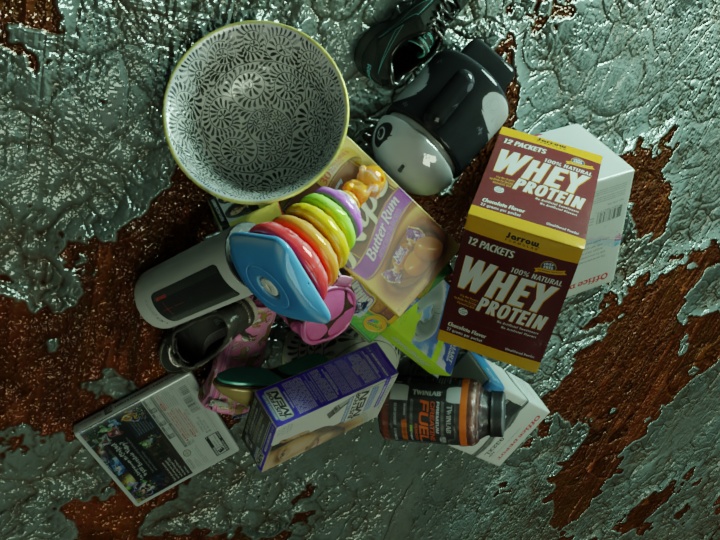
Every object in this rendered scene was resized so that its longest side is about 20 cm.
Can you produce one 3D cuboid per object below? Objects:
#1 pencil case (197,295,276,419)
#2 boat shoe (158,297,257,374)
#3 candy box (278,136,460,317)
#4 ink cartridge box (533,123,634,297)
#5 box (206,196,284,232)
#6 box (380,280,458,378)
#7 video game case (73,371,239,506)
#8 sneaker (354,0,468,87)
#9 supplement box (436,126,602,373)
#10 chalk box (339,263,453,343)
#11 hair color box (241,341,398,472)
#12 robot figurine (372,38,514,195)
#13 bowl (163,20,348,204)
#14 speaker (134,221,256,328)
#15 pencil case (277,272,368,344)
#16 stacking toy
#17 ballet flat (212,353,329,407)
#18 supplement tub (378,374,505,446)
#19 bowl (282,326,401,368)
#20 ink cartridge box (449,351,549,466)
[{"bbox_3d":[-0.167,0.105,1.114,0.081,0.087,0.203,7,118,-24],"label":"pencil case"},{"bbox_3d":[-0.213,0.088,1.046,0.199,0.067,0.057,-33,-176,35],"label":"boat shoe"},{"bbox_3d":[0.011,-0.054,0.971,0.200,0.057,0.117,41,94,-16],"label":"candy box"},{"bbox_3d":[0.286,-0.079,1.180,0.143,0.145,0.203,-16,130,-16],"label":"ink cartridge box"},{"bbox_3d":[-0.088,-0.096,1.014,0.197,0.076,0.051,-25,130,-9],"label":"box"},{"bbox_3d":[0.099,0.073,1.222,0.200,0.047,0.124,40,62,-42],"label":"box"},{"bbox_3d":[-0.295,0.249,1.196,0.180,0.023,0.202,-28,133,-8],"label":"video game case"},{"bbox_3d":[0.083,-0.293,0.955,0.200,0.079,0.075,-46,132,8],"label":"sneaker"},{"bbox_3d":[0.195,-0.028,0.992,0.131,0.198,0.202,17,133,10],"label":"supplement box"},{"bbox_3d":[0.000,0.000,1.098,0.200,0.124,0.124,-42,134,5],"label":"chalk box"},{"bbox_3d":[-0.053,0.179,1.074,0.198,0.065,0.110,-18,146,-33],"label":"hair color box"},{"bbox_3d":[0.101,-0.189,0.999,0.201,0.124,0.151,-49,138,-9],"label":"robot figurine"},{"bbox_3d":[-0.112,-0.162,0.900,0.198,0.203,0.094,-28,172,-6],"label":"bowl"},{"bbox_3d":[-0.188,0.009,0.967,0.081,0.083,0.198,25,148,-39],"label":"speaker"},{"bbox_3d":[-0.082,0.003,1.007,0.090,0.200,0.095,-3,122,-39],"label":"pencil case"},{"bbox_3d":[-0.038,-0.049,0.880,0.200,0.109,0.117,-49,124,-27],"label":"stacking toy"},{"bbox_3d":[-0.114,0.160,1.086,0.198,0.068,0.064,-5,110,-45],"label":"ballet flat"},{"bbox_3d":[0.132,0.224,1.294,0.196,0.108,0.108,1,132,14],"label":"supplement tub"},{"bbox_3d":[-0.012,0.137,1.217,0.197,0.095,0.204,-14,129,-18],"label":"bowl"},{"bbox_3d":[0.220,0.249,1.433,0.199,0.084,0.146,30,106,-40],"label":"ink cartridge box"}]
